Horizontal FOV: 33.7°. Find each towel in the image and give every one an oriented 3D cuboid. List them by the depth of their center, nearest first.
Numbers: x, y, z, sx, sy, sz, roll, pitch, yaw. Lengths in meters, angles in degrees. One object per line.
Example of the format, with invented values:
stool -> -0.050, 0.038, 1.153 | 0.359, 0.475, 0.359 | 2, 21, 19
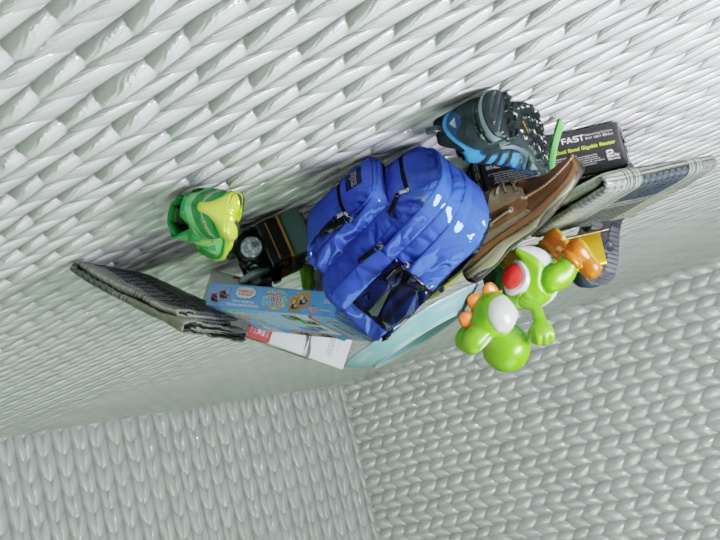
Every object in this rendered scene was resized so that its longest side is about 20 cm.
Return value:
towel -> 0.339, -0.101, 1.566 | 0.191, 0.035, 0.200 | -13, 168, -26
towel -> -0.260, 0.038, 1.579 | 0.198, 0.035, 0.192 | 26, -178, 21

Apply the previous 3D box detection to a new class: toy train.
toy train -> -0.121, -0.022, 1.607 | 0.113, 0.086, 0.200 | -23, 171, -7

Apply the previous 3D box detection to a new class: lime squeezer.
lime squeezer -> 0.199, -0.092, 1.473 | 0.070, 0.038, 0.200 | 31, 115, -34

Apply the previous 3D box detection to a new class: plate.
plate -> 0.069, 0.078, 1.498 | 0.199, 0.026, 0.200 | -31, 173, -4

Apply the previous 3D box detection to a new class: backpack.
backpack -> 0.044, -0.047, 1.384 | 0.199, 0.163, 0.168 | -39, 118, 19

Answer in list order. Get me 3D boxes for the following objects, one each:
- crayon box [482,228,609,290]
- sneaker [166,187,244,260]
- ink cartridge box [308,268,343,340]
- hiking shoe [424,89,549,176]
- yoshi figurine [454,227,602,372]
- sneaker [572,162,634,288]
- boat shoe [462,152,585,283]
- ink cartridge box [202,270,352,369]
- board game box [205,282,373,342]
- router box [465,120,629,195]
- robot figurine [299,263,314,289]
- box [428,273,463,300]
crayon box -> 0.251, -0.012, 1.628 | 0.125, 0.051, 0.200 | -13, 177, -11
sneaker -> -0.180, -0.062, 1.370 | 0.083, 0.075, 0.200 | 13, 169, -8
ink cartridge box -> 0.000, 0.000, 1.654 | 0.082, 0.148, 0.200 | 25, 158, -13
hiking shoe -> 0.150, -0.151, 1.329 | 0.086, 0.075, 0.199 | -11, 163, 27
yoshi figurine -> 0.209, 0.049, 1.485 | 0.200, 0.112, 0.113 | -41, 160, -8
sneaker -> 0.343, -0.070, 1.729 | 0.070, 0.202, 0.082 | 24, 163, -14
boat shoe -> 0.180, -0.071, 1.434 | 0.200, 0.074, 0.076 | -44, 180, 20
ink cartridge box -> -0.125, 0.076, 1.806 | 0.199, 0.085, 0.144 | 22, 173, -38
board game box -> -0.080, 0.057, 1.567 | 0.198, 0.037, 0.151 | 3, 166, 29
router box -> 0.239, -0.127, 1.573 | 0.197, 0.063, 0.150 | -13, 169, -6
robot figurine -> -0.011, 0.030, 1.934 | 0.173, 0.117, 0.200 | 0, 167, -11
box -> 0.152, -0.044, 1.680 | 0.199, 0.076, 0.050 | -37, -178, -25
